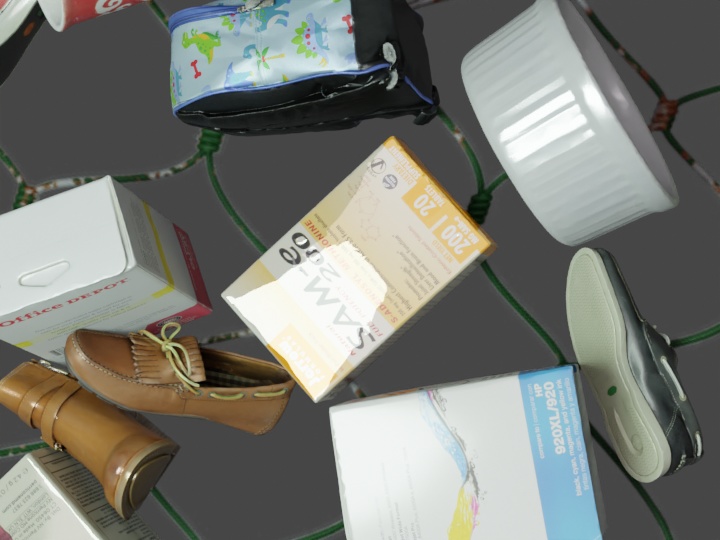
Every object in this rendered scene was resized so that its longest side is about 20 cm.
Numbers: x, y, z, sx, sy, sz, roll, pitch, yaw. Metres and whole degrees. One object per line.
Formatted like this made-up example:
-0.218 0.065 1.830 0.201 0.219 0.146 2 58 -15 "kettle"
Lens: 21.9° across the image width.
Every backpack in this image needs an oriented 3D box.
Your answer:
-0.055 -0.188 1.525 0.200 0.183 0.147 -10 81 14 "backpack"

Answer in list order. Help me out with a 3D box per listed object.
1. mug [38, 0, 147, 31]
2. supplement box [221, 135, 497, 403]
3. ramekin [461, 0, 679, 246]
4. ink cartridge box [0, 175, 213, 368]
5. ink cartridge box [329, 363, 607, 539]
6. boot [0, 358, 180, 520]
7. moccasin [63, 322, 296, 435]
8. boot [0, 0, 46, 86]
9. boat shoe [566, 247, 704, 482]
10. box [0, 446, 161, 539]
-0.181 -0.306 1.548 0.200 0.133 0.178 -17 68 -17 "mug"
0.000 0.000 1.566 0.200 0.074 0.126 -43 83 6 "supplement box"
0.164 -0.117 1.486 0.098 0.200 0.201 -30 85 14 "ramekin"
-0.226 0.005 1.531 0.145 0.200 0.084 -20 74 8 "ink cartridge box"
0.089 0.162 1.514 0.200 0.147 0.145 -10 87 8 "ink cartridge box"
-0.233 0.132 1.534 0.155 0.200 0.074 33 87 -1 "boot"
-0.148 0.083 1.542 0.201 0.074 0.078 19 122 -21 "moccasin"
-0.355 -0.238 1.626 0.144 0.072 0.200 35 86 8 "boot"
0.227 0.074 1.547 0.068 0.072 0.200 -14 78 -30 "boat shoe"
-0.235 0.255 1.572 0.109 0.128 0.200 -42 84 7 "box"
